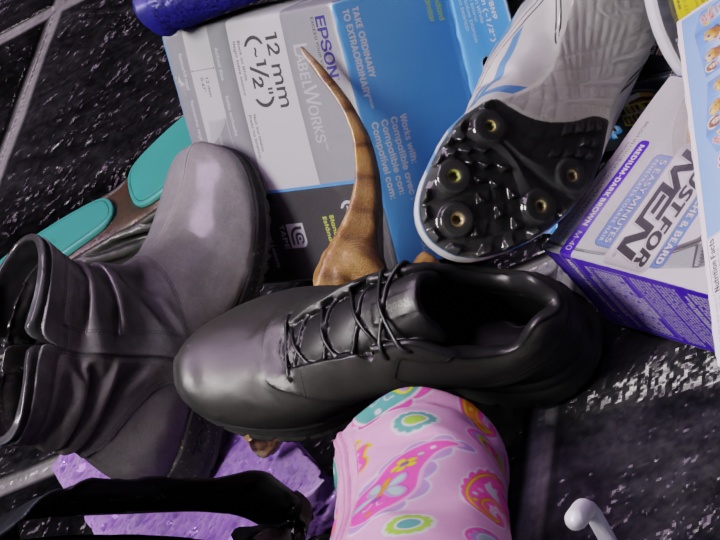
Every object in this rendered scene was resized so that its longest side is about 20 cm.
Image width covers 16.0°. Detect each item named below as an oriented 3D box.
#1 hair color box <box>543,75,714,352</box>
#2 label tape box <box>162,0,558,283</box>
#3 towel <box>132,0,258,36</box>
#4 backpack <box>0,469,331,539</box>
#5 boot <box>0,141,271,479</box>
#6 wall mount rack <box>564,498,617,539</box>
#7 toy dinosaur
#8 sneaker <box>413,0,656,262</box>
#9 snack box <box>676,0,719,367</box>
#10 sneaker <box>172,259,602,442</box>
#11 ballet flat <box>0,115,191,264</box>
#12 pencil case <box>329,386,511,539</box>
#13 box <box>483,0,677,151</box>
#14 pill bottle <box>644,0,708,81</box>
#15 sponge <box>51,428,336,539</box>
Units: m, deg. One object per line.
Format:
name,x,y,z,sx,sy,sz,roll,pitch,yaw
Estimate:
hair color box,0.184,-0.018,1.126,0.109,0.065,0.200,-53,34,-14
label tape box,-0.002,-0.073,1.325,0.066,0.143,0.200,-22,12,-40
towel,-0.018,-0.191,1.353,0.200,0.050,0.148,-19,32,17
backpack,-0.136,0.173,1.135,0.200,0.190,0.154,-18,65,37
boot,-0.119,0.007,1.279,0.070,0.132,0.200,-17,57,41
wall mount rack,0.126,0.127,0.967,0.200,0.075,0.174,-23,15,25
toy dinosaur,0.000,0.000,1.256,0.060,0.106,0.200,-2,68,56
sneaker,0.081,-0.072,1.211,0.200,0.072,0.072,-55,9,-35
snack box,0.173,-0.049,1.072,0.072,0.024,0.200,-34,39,33
sneaker,0.008,0.028,1.179,0.200,0.091,0.076,-11,71,8
ballet flat,-0.124,-0.028,1.490,0.200,0.068,0.068,-35,33,13
pencil case,0.021,0.121,1.080,0.087,0.087,0.200,-34,15,16
box,0.146,-0.147,1.343,0.159,0.046,0.200,-8,45,45
pill bottle,0.237,-0.144,1.171,0.200,0.112,0.112,-11,44,42
sponge,-0.086,0.109,1.317,0.112,0.030,0.200,-45,32,-1
